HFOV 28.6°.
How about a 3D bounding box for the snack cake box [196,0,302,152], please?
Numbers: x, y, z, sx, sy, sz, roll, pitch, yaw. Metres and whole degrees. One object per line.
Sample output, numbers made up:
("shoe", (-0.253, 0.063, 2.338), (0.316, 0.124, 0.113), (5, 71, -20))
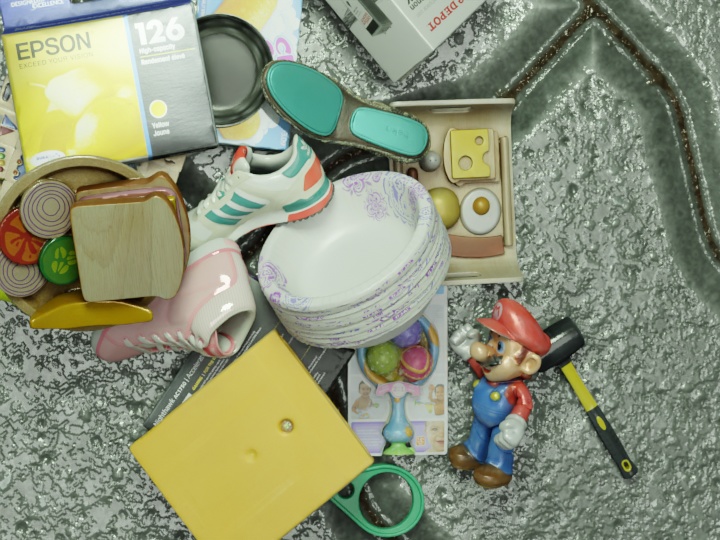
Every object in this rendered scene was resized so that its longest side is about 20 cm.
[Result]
("snack cake box", (-0.123, -0.233, 1.515), (0.113, 0.067, 0.203), (5, 92, -6))

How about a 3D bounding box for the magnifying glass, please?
("magnifying glass", (-0.024, 0.241, 1.572), (0.197, 0.022, 0.081), (16, 90, -9))

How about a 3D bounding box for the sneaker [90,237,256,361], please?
("sneaker", (-0.193, 0.062, 1.478), (0.199, 0.075, 0.106), (-34, 65, 15))

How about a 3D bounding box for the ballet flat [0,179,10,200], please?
("ballet flat", (-0.313, -0.051, 1.469), (0.199, 0.071, 0.066), (33, 61, -8))

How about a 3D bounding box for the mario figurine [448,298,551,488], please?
("mario figurine", (0.136, 0.128, 1.536), (0.122, 0.106, 0.203), (15, 102, 21))

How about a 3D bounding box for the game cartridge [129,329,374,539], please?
("game cartridge", (-0.114, 0.193, 1.484), (0.199, 0.032, 0.177), (-38, 89, 1))

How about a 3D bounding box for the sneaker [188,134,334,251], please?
("sneaker", (-0.131, -0.085, 1.489), (0.197, 0.071, 0.094), (-18, 125, 10))

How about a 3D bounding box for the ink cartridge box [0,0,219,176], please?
("ink cartridge box", (-0.254, -0.205, 1.415), (0.195, 0.047, 0.203), (-11, 92, -7))

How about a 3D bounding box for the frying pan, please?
("frying pan", (-0.178, -0.190, 1.461), (0.188, 0.031, 0.116), (-27, 96, 1))

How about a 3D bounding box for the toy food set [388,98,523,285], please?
("toy food set", (0.106, -0.086, 1.553), (0.141, 0.060, 0.203), (-3, 93, -7))

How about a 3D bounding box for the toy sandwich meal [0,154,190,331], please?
("toy sandwich meal", (-0.264, -0.018, 1.388), (0.202, 0.070, 0.208), (-5, 113, -12))

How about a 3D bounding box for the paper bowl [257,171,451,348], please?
("paper bowl", (0.000, 0.000, 1.471), (0.199, 0.201, 0.105), (-31, 127, -5))

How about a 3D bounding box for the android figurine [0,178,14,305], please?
("android figurine", (-0.330, -0.045, 1.510), (0.197, 0.041, 0.185), (19, 90, -7))

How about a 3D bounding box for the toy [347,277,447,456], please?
("toy", (0.044, 0.106, 1.559), (0.113, 0.047, 0.203), (0, 93, -9))

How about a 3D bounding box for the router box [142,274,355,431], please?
("router box", (-0.119, 0.127, 1.528), (0.148, 0.051, 0.201), (35, 87, 1))

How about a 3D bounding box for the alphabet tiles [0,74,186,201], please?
("alphabet tiles", (-0.282, -0.117, 1.434), (0.197, 0.006, 0.169), (19, 85, -7))

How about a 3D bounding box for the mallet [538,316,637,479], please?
("mallet", (0.265, 0.143, 1.597), (0.066, 0.041, 0.201), (-39, 100, -1))

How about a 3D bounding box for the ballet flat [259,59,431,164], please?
("ballet flat", (-0.022, -0.160, 1.484), (0.198, 0.075, 0.069), (21, 82, -16))

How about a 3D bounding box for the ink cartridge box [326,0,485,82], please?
("ink cartridge box", (0.032, -0.325, 1.493), (0.200, 0.083, 0.147), (49, 54, -7))
